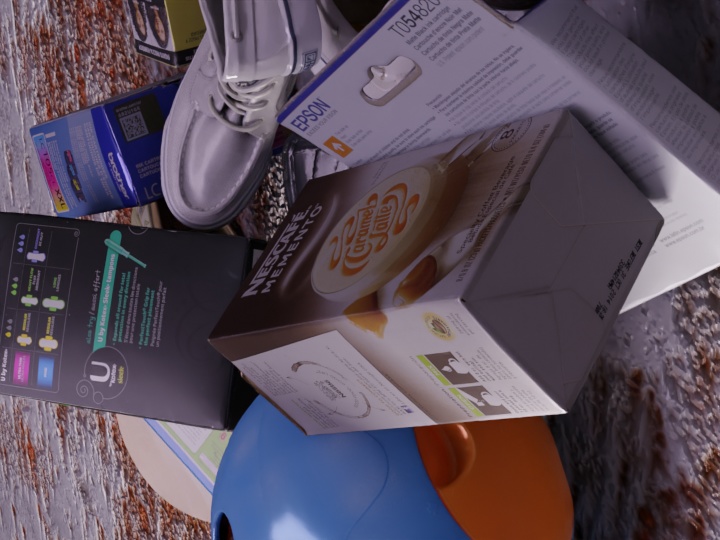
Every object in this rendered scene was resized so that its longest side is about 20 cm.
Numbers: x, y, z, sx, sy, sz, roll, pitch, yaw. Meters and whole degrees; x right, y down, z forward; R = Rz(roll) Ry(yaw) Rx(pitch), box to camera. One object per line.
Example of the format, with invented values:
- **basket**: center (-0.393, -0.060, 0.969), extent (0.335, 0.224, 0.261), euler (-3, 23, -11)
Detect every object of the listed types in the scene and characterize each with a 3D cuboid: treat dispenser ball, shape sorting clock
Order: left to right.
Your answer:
- **shape sorting clock**: center (-0.088, 0.079, 1.328), extent (0.200, 0.039, 0.201), euler (0, 89, 29)
- **treat dispenser ball**: center (0.017, 0.137, 1.036), extent (0.201, 0.200, 0.201), euler (42, 142, 45)

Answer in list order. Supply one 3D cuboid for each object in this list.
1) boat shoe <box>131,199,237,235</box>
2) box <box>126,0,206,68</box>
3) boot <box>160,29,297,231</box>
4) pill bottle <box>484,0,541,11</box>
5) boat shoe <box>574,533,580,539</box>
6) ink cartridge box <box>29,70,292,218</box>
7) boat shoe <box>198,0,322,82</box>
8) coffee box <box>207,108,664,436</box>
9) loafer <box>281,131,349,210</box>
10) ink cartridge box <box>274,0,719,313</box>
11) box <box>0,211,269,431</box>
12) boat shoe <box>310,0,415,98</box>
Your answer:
- **boat shoe**: center (-0.120, -0.006, 1.405), extent (0.200, 0.073, 0.063), euler (52, 151, 34)
- **box**: center (-0.139, -0.247, 1.304), extent (0.075, 0.050, 0.201), euler (28, 131, 56)
- **boot**: center (-0.077, -0.117, 1.141), extent (0.096, 0.073, 0.200), euler (-76, 3, -83)
- **pill bottle**: center (0.106, -0.183, 0.798), extent (0.200, 0.116, 0.116), euler (-8, 100, 64)
- **boat shoe**: center (0.105, 0.198, 1.106), extent (0.200, 0.072, 0.072), euler (32, 134, 56)
- **ink cartridge box**: center (-0.130, -0.094, 1.291), extent (0.200, 0.136, 0.077), euler (-7, 105, 64)
- **boat shoe**: center (-0.081, -0.201, 1.046), extent (0.074, 0.065, 0.200), euler (131, 121, -66)
- **coffee box**: center (0.031, 0.007, 0.891), extent (0.080, 0.114, 0.200), euler (44, 149, -23)
- **loafer**: center (0.000, 0.000, 1.179), extent (0.070, 0.068, 0.201), euler (17, 128, 42)
- **ink cartridge box**: center (0.079, -0.060, 0.904), extent (0.200, 0.041, 0.200), euler (37, 154, -11)
- **box**: center (-0.129, 0.034, 1.242), extent (0.200, 0.148, 0.125), euler (6, 88, 28)
- **boat shoe**: center (0.030, -0.120, 1.048), extent (0.200, 0.071, 0.070), euler (45, 144, 51)
